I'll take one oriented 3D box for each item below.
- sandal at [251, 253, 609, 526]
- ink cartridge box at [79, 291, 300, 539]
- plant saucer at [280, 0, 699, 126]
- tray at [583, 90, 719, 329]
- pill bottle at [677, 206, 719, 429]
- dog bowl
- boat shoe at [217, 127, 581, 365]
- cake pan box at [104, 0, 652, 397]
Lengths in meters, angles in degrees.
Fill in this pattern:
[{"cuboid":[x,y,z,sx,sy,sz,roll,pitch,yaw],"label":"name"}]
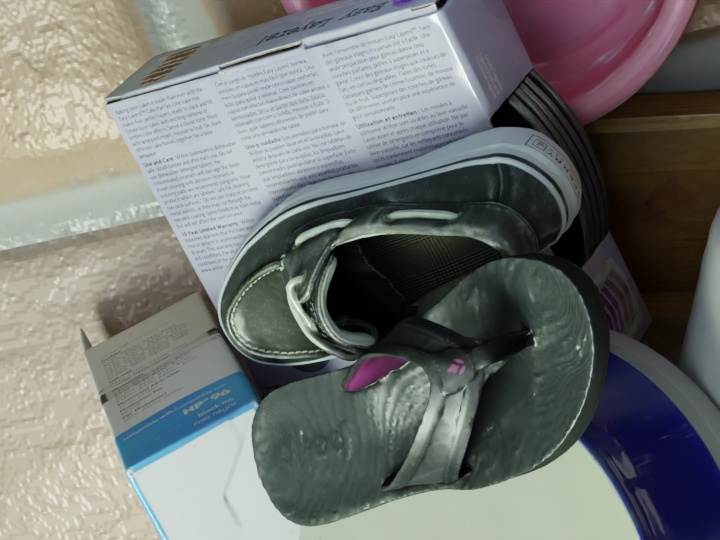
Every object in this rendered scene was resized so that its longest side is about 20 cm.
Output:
[{"cuboid":[0.018,0.056,0.852,0.200,0.048,0.076,-32,77,45],"label":"sandal"},{"cuboid":[-0.070,0.087,1.061,0.068,0.200,0.116,-28,112,-4],"label":"ink cartridge box"},{"cuboid":[0.055,-0.155,0.952,0.199,0.051,0.202,8,112,20],"label":"plant saucer"},{"cuboid":[0.116,-0.026,0.996,0.199,0.037,0.099,-1,113,24],"label":"tray"},{"cuboid":[0.181,0.070,0.928,0.114,0.114,0.201,18,126,14],"label":"pill bottle"},{"cuboid":[0.069,0.125,0.909,0.199,0.079,0.202,13,108,43],"label":"dog bowl"},{"cuboid":[0.000,0.000,0.916,0.200,0.071,0.072,-29,105,44],"label":"boat shoe"},{"cuboid":[0.009,-0.026,0.976,0.199,0.052,0.185,-13,117,38],"label":"cake pan box"}]
